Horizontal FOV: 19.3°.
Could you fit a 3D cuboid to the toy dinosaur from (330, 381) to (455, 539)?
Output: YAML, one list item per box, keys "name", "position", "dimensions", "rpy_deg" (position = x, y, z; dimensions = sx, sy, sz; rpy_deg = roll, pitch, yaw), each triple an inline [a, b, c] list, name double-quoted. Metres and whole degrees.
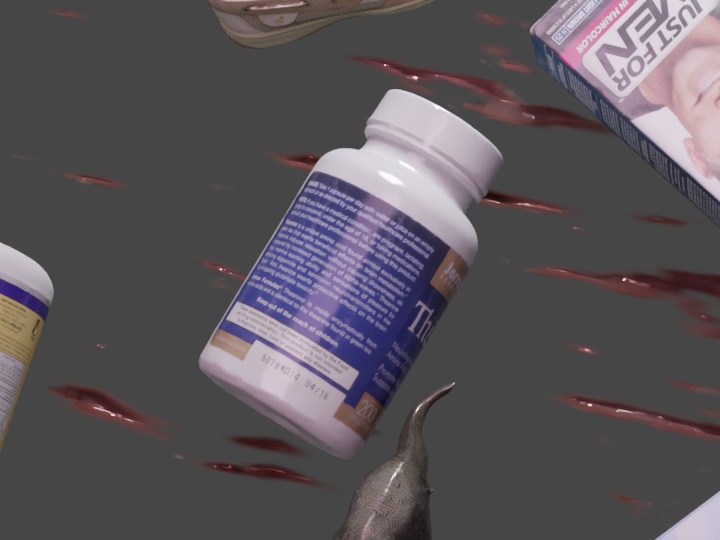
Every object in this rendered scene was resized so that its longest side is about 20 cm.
- name: "toy dinosaur"
  position: [0.011, 0.155, 1.203]
  dimensions: [0.077, 0.102, 0.200]
  rpy_deg: [37, 85, 17]

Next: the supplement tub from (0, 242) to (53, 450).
- name: "supplement tub"
  position: [-0.277, 0.075, 1.257]
  dimensions: [0.144, 0.145, 0.201]
  rpy_deg: [15, 78, 14]

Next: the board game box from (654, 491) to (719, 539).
- name: "board game box"
  position: [0.247, 0.213, 1.173]
  dimensions: [0.199, 0.041, 0.200]
  rpy_deg: [-35, 72, -2]

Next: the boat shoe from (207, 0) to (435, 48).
- name: "boat shoe"
  position: [-0.001, -0.199, 1.322]
  dimensions: [0.199, 0.065, 0.073]
  rpy_deg: [-19, 72, 5]

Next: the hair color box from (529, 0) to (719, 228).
- name: "hair color box"
  position: [0.206, -0.104, 1.261]
  dimensions: [0.100, 0.061, 0.200]
  rpy_deg: [-45, 73, -3]

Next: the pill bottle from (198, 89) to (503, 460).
- name: "pill bottle"
  position: [0.000, 0.000, 1.243]
  dimensions: [0.111, 0.111, 0.201]
  rpy_deg: [29, 82, 17]
